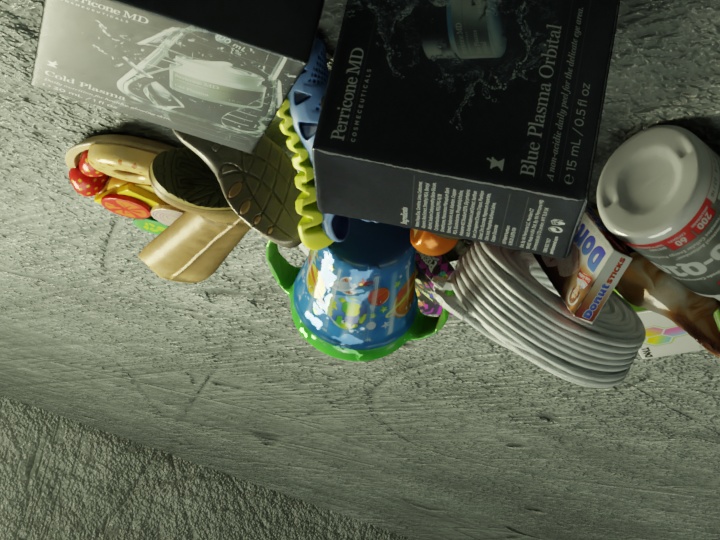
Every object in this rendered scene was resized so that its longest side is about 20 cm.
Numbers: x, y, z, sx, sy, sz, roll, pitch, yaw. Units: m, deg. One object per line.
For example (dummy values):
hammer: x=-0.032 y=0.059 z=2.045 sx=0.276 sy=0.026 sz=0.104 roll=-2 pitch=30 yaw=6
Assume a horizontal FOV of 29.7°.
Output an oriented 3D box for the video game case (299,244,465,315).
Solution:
video game case: x=0.007 y=-0.024 z=1.504 sx=0.199 sy=0.036 sz=0.181 roll=1 pitch=137 yaw=53

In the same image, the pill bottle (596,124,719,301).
pill bottle: x=0.318 y=-0.043 z=1.262 sx=0.113 sy=0.115 sz=0.200 roll=-6 pitch=154 yaw=43

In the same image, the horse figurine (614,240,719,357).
horse figurine: x=0.311 y=0.008 z=1.370 sx=0.199 sy=0.133 sz=0.050 roll=33 pitch=137 yaw=1

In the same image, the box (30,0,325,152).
box: x=-0.144 y=-0.205 z=1.073 sx=0.199 sy=0.125 sz=0.197 roll=16 pitch=159 yaw=-12

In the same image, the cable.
cable: x=0.184 y=0.034 z=1.328 sx=0.200 sy=0.069 sz=0.200 roll=35 pitch=-160 yaw=17

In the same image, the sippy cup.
sippy cup: x=0.000 y=0.000 z=1.372 sx=0.177 sy=0.140 sz=0.131 roll=-8 pitch=142 yaw=-14

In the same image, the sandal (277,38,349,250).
sandal: x=-0.021 y=-0.115 z=1.222 sx=0.087 sy=0.080 sz=0.201 roll=-1 pitch=120 yaw=21

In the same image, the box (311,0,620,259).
box: x=0.081 y=-0.135 z=1.013 sx=0.199 sy=0.198 sz=0.118 roll=11 pitch=161 yaw=5

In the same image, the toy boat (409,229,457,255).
toy boat: x=0.074 y=-0.077 z=1.290 sx=0.199 sy=0.132 sz=0.131 roll=9 pitch=161 yaw=10

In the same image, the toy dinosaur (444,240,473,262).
toy dinosaur: x=0.083 y=-0.040 z=1.484 sx=0.199 sy=0.077 sz=0.102 roll=8 pitch=148 yaw=-1

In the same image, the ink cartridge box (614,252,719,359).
ink cartridge box: x=0.300 y=0.044 z=1.517 sx=0.199 sy=0.076 sz=0.148 roll=-12 pitch=154 yaw=17

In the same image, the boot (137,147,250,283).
boot: x=-0.194 y=-0.051 z=1.505 sx=0.174 sy=0.067 sz=0.200 roll=13 pitch=149 yaw=-33

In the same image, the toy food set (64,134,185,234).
toy food set: x=-0.243 y=-0.098 z=1.561 sx=0.197 sy=0.049 sz=0.199 roll=25 pitch=157 yaw=-33

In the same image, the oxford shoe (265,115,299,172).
oxford shoe: x=-0.049 y=-0.129 z=1.346 sx=0.075 sy=0.058 sz=0.200 roll=18 pitch=149 yaw=19

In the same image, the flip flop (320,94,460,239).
flip flop: x=0.046 y=-0.096 z=1.165 sx=0.057 sy=0.081 sz=0.200 roll=-36 pitch=125 yaw=20

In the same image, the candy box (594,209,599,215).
candy box: x=0.242 y=-0.021 z=1.516 sx=0.102 sy=0.027 sz=0.200 roll=1 pitch=159 yaw=19

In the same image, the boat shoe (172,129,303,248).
boat shoe: x=-0.106 y=-0.101 z=1.326 sx=0.200 sy=0.074 sz=0.073 roll=52 pitch=-174 yaw=21

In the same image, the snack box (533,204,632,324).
snack box: x=0.199 y=-0.025 z=1.283 sx=0.024 sy=0.072 sz=0.200 roll=24 pitch=-162 yaw=-18
